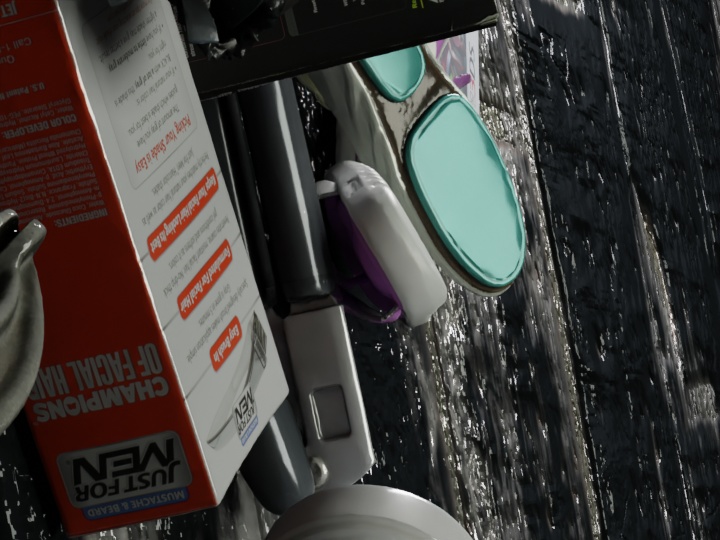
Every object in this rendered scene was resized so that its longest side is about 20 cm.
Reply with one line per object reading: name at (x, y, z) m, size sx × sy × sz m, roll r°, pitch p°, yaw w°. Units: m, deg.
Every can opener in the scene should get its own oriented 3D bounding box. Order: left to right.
can opener at (-0.041, 0.000, 1.089) m, size 0.067 × 0.053 × 0.201 m, roll -11°, pitch 88°, yaw -74°

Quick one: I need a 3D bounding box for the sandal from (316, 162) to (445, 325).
sandal at (-0.004, -0.007, 1.181) m, size 0.083 × 0.050 × 0.203 m, roll 61°, pitch -4°, yaw 2°

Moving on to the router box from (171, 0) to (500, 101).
router box at (-0.040, -0.174, 1.023) m, size 0.062 × 0.149 × 0.201 m, roll -100°, pitch 176°, yaw -83°

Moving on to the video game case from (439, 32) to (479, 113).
video game case at (0.030, -0.143, 1.472) m, size 0.200 × 0.023 × 0.183 m, roll 58°, pitch 26°, yaw -50°

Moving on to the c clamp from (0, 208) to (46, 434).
c clamp at (-0.146, -0.040, 0.642) m, size 0.200 × 0.027 × 0.171 m, roll 44°, pitch 22°, yaw 2°

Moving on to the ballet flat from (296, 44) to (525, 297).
ballet flat at (0.013, -0.075, 1.258) m, size 0.201 × 0.069 × 0.070 m, roll 59°, pitch 23°, yaw -21°

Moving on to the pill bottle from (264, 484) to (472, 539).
pill bottle at (-0.008, 0.176, 0.969) m, size 0.200 × 0.116 × 0.117 m, roll -75°, pitch 149°, yaw -56°

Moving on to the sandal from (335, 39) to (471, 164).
sandal at (0.031, -0.109, 1.342) m, size 0.083 × 0.049 × 0.204 m, roll 60°, pitch 38°, yaw -48°

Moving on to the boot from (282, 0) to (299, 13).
boot at (-0.060, -0.209, 0.955) m, size 0.199 × 0.189 × 0.068 m, roll 34°, pitch 22°, yaw 3°

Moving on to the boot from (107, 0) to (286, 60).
boot at (-0.080, -0.167, 0.891) m, size 0.162 × 0.073 × 0.199 m, roll 34°, pitch 29°, yaw -16°

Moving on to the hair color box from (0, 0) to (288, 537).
hair color box at (-0.092, -0.023, 0.917) m, size 0.111 × 0.064 × 0.201 m, roll -57°, pitch 132°, yaw -68°
